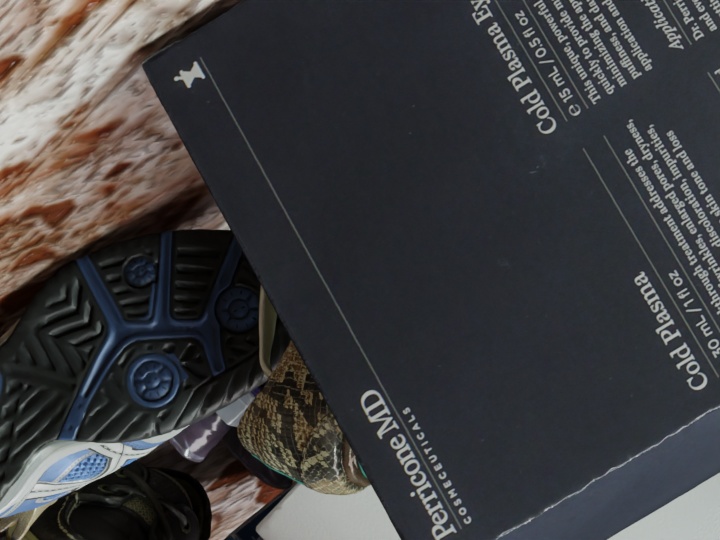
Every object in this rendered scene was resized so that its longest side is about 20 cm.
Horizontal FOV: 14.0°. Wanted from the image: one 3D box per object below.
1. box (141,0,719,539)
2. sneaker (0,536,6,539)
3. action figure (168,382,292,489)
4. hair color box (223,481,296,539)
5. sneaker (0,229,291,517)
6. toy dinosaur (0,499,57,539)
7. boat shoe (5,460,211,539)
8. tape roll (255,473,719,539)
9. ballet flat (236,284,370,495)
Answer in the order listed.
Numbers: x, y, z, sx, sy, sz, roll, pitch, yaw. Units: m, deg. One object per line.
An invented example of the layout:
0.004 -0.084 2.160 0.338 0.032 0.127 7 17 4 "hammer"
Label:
0.062 -0.024 0.949 0.182 0.200 0.104 -31 164 7 "box"
-0.141 0.195 1.417 0.073 0.112 0.200 -31 163 14 "sneaker"
0.000 0.000 1.161 0.200 0.069 0.130 -43 153 20 "action figure"
-0.015 0.129 1.434 0.100 0.061 0.200 -45 174 40 "hair color box"
-0.106 0.041 1.109 0.200 0.076 0.077 -24 175 7 "sneaker"
-0.149 0.083 1.206 0.200 0.058 0.101 -25 179 4 "toy dinosaur"
-0.107 0.115 1.310 0.065 0.073 0.200 -47 180 2 "boat shoe"
0.074 0.082 1.195 0.203 0.139 0.203 -45 177 -3 "tape roll"
0.005 -0.019 1.053 0.200 0.075 0.068 -68 154 -10 "ballet flat"
